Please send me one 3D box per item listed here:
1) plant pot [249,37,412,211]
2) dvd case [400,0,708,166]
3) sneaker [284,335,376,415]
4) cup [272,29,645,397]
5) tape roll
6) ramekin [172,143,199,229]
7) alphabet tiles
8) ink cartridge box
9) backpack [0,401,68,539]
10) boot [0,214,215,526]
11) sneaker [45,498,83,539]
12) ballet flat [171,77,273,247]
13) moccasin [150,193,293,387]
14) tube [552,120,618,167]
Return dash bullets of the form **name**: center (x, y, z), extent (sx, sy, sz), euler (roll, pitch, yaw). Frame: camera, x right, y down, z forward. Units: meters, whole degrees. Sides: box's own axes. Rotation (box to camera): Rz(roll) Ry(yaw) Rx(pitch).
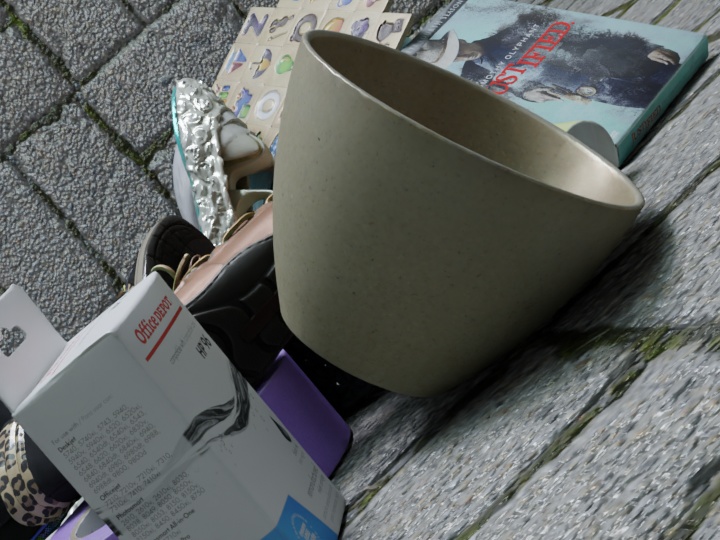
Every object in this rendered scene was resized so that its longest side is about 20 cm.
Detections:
- **plant pot**: center (-0.016, -0.119, 1.438), extent (0.199, 0.135, 0.201), euler (-21, -36, -16)
- **dvd case**: center (0.119, -0.135, 1.234), extent (0.199, 0.022, 0.146), euler (15, 43, 32)
- **sneaker**: center (-0.036, 0.056, 1.171), extent (0.200, 0.072, 0.083), euler (-31, 11, 49)
- **cup**: center (0.032, -0.020, 0.959), extent (0.200, 0.199, 0.144), euler (-70, 5, -74)
- **tape roll**: center (-0.101, 0.136, 1.071), extent (0.200, 0.066, 0.200), euler (-41, 8, 7)
- **ramekin**: center (-0.068, -0.074, 1.587), extent (0.200, 0.201, 0.098), euler (-39, 16, 7)
- **alphabet tiles**: center (-0.044, -0.150, 1.343), extent (0.199, 0.006, 0.168), euler (12, 73, 50)
- **ink cartridge box**: center (-0.097, 0.077, 0.885), extent (0.068, 0.200, 0.116), euler (-38, 9, 12)
- **backpack**: center (-0.335, 0.202, 1.420), extent (0.200, 0.182, 0.147), euler (-52, -9, -39)
- **boot**: center (-0.159, 0.064, 1.158), extent (0.150, 0.073, 0.201), euler (-39, 29, 27)
- **sneaker**: center (-0.177, 0.147, 1.293), extent (0.200, 0.085, 0.073), euler (-38, 10, 23)
- **ballet flat**: center (-0.088, -0.054, 1.291), extent (0.071, 0.202, 0.072), euler (-9, -25, -4)
- **moccasin**: center (-0.078, 0.018, 1.038), extent (0.202, 0.074, 0.078), euler (-52, 24, -14)
- **tube**: center (0.085, -0.064, 1.177), extent (0.199, 0.052, 0.059), euler (-6, 71, 56)
